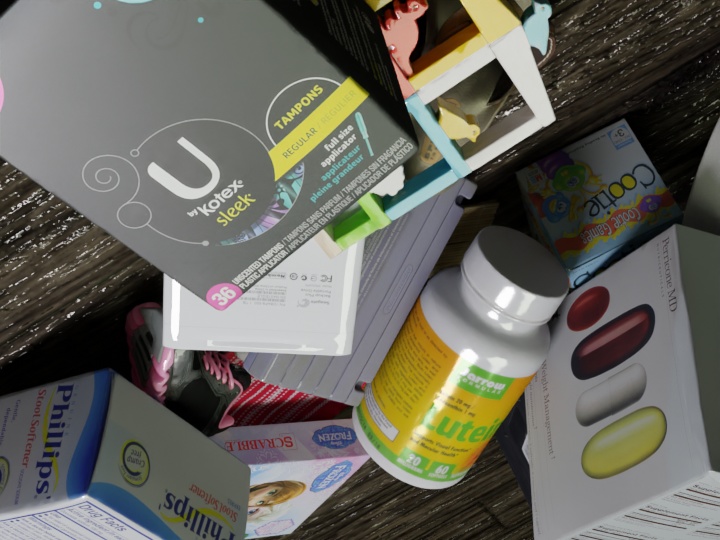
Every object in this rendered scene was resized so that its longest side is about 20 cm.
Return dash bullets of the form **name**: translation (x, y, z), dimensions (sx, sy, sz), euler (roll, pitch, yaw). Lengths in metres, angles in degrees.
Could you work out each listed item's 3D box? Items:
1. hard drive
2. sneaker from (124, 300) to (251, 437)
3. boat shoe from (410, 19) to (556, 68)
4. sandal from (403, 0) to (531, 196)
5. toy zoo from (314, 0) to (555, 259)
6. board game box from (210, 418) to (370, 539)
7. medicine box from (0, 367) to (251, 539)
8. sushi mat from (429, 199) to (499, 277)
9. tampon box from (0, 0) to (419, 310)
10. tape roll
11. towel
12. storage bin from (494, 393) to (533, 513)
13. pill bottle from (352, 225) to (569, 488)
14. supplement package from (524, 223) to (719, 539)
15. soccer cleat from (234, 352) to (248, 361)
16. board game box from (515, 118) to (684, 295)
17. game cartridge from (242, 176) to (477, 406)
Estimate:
- **hard drive**: translation (-0.061, -0.036, 0.845), dimensions (0.130, 0.027, 0.202), euler (3, 122, -6)
- **sneaker**: translation (-0.132, 0.081, 1.028), dimensions (0.094, 0.080, 0.201), euler (-13, 151, -15)
- **boat shoe**: translation (0.048, -0.110, 0.881), dimensions (0.198, 0.071, 0.071), euler (-28, 149, 1)
- **sandal**: translation (0.069, -0.133, 0.806), dimensions (0.079, 0.054, 0.202), euler (13, 109, -19)
- **toy zoo**: translation (0.026, -0.106, 0.779), dimensions (0.199, 0.021, 0.132), euler (-32, 119, 15)
- **board game box**: translation (-0.118, 0.205, 1.237), dimensions (0.197, 0.042, 0.200), euler (-1, 149, -30)
- **medicine box**: translation (-0.215, 0.176, 0.995), dimensions (0.198, 0.104, 0.182), euler (-16, 142, 27)
- **sushi mat**: translation (0.017, -0.014, 1.061), dimensions (0.198, 0.012, 0.096), euler (-10, 145, -27)
- **tampon box**: translation (-0.094, -0.109, 0.661), dimensions (0.149, 0.127, 0.199), euler (-38, 129, 20)
- **tape roll**: translation (0.315, -0.083, 1.053), dimensions (0.203, 0.037, 0.205), euler (-46, 149, -38)
- **towel**: translation (-0.084, 0.113, 1.174), dimensions (0.144, 0.023, 0.199), euler (-40, 147, 21)
- **storage bin**: translation (0.214, 0.179, 1.324), dimensions (0.093, 0.202, 0.136), euler (-17, 149, -16)
- **pill bottle**: translation (0.082, 0.068, 1.038), dimensions (0.110, 0.112, 0.201), euler (1, 131, -38)
- **supplement package**: translation (0.239, 0.104, 0.997), dimensions (0.145, 0.194, 0.200), euler (13, 149, -26)
- **soccer cleat**: translation (-0.025, 0.055, 1.098), dimensions (0.199, 0.077, 0.070), euler (-5, 107, -57)
- **board game box**: translation (0.210, -0.018, 1.113), dimensions (0.104, 0.104, 0.200), euler (-25, 150, 2)
- **game cartridge**: translation (0.000, 0.000, 0.977), dimensions (0.129, 0.038, 0.202), euler (23, 98, -48)
